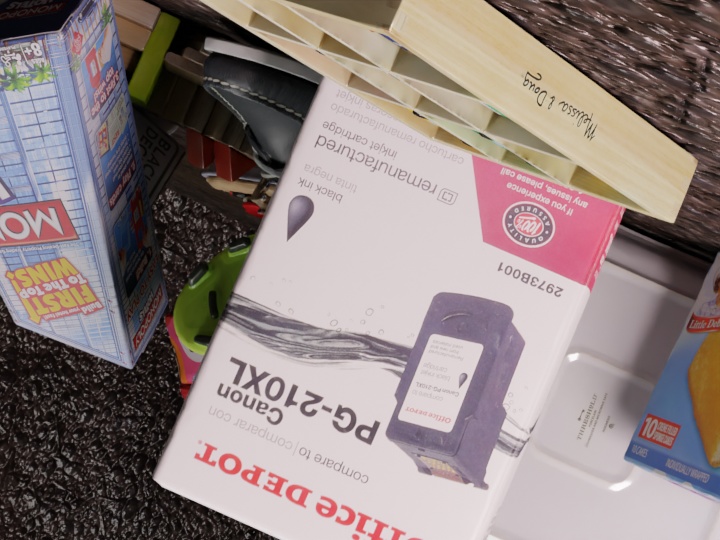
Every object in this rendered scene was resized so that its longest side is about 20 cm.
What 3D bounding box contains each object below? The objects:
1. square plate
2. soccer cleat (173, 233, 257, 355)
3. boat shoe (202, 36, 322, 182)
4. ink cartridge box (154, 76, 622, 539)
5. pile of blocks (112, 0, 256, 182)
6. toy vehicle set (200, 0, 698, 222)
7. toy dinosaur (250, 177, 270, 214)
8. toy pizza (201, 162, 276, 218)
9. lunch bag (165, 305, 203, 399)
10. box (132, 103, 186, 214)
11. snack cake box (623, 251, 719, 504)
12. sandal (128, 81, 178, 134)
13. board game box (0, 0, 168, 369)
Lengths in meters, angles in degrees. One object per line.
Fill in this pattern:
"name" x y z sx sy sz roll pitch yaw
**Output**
"square plate" 0.119 0.074 1.059 0.197 0.201 0.028 23 172 6
"soccer cleat" 0.001 0.001 1.052 0.199 0.065 0.084 -24 157 17
"boat shoe" -0.017 -0.061 1.058 0.075 0.061 0.200 21 177 40
"ink cartridge box" 0.015 0.033 0.938 0.144 0.201 0.084 23 178 7
"pile of blocks" -0.079 -0.086 1.099 0.199 0.062 0.082 25 178 -29
"toy vehicle set" 0.024 -0.075 0.747 0.124 0.027 0.200 22 177 39
"toy dinosaur" -0.016 -0.017 1.248 0.101 0.059 0.200 19 158 -21
"toy pizza" -0.008 -0.037 1.368 0.199 0.032 0.200 11 179 0
"lunch bag" -0.008 0.032 1.353 0.199 0.082 0.176 -14 -175 -35
"box" -0.207 -0.084 1.119 0.200 0.060 0.116 42 130 -15
"snack cake box" 0.212 0.064 0.936 0.067 0.116 0.200 25 177 -22
"sandal" -0.171 -0.096 1.236 0.079 0.060 0.206 -27 -145 -32
"board game box" -0.187 -0.040 1.066 0.199 0.062 0.201 -6 125 25
